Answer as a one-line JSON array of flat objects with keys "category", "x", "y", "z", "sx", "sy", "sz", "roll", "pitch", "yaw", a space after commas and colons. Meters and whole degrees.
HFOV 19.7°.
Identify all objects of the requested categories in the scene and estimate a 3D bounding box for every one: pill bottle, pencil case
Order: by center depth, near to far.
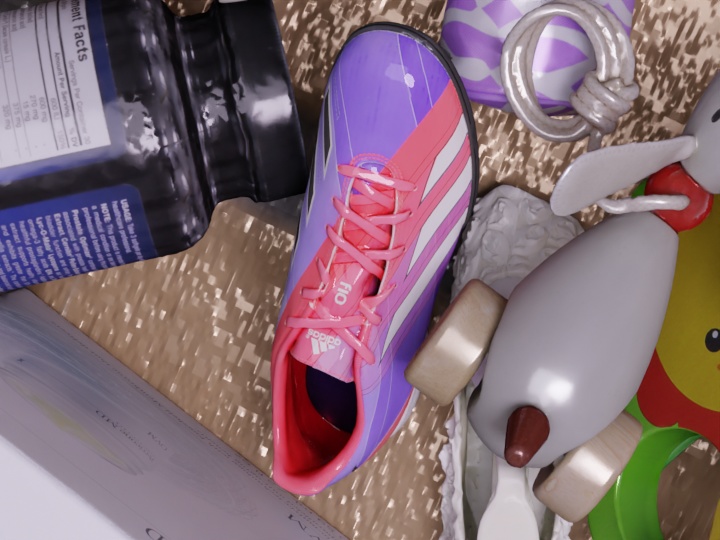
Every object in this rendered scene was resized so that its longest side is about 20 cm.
[{"category": "pencil case", "x": 0.076, "y": -0.158, "z": 0.836, "sx": 0.083, "sy": 0.085, "sz": 0.202, "roll": 6, "pitch": 98, "yaw": -31}, {"category": "pill bottle", "x": -0.125, "y": -0.053, "z": 0.848, "sx": 0.198, "sy": 0.112, "sz": 0.113, "roll": -12, "pitch": 94, "yaw": -3}]

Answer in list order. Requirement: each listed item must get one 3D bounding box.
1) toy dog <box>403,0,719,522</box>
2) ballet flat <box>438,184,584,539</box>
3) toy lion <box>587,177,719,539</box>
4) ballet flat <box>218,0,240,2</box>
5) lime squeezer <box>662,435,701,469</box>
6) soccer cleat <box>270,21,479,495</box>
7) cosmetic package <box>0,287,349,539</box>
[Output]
[{"category": "toy dog", "x": 0.095, "y": 0.005, "z": 0.767, "sx": 0.131, "sy": 0.096, "sz": 0.202, "roll": 17, "pitch": 104, "yaw": 0}, {"category": "ballet flat", "x": 0.067, "y": 0.067, "z": 0.862, "sx": 0.071, "sy": 0.072, "sz": 0.202, "roll": 2, "pitch": 95, "yaw": 8}, {"category": "toy lion", "x": 0.154, "y": 0.046, "z": 0.813, "sx": 0.201, "sy": 0.068, "sz": 0.192, "roll": -56, "pitch": 47, "yaw": 26}, {"category": "ballet flat", "x": -0.065, "y": -0.137, "z": 0.795, "sx": 0.198, "sy": 0.070, "sz": 0.068, "roll": 2, "pitch": 63, "yaw": -26}, {"category": "lime squeezer", "x": 0.170, "y": 0.004, "z": 0.863, "sx": 0.070, "sy": 0.038, "sz": 0.202, "roll": 20, "pitch": 100, "yaw": 38}, {"category": "soccer cleat", "x": 0.000, "y": 0.000, "z": 0.824, "sx": 0.068, "sy": 0.073, "sz": 0.201, "roll": 20, "pitch": 125, "yaw": 15}, {"category": "cosmetic package", "x": -0.118, "y": 0.119, "z": 0.825, "sx": 0.199, "sy": 0.200, "sz": 0.123, "roll": 37, "pitch": 99, "yaw": 3}]
